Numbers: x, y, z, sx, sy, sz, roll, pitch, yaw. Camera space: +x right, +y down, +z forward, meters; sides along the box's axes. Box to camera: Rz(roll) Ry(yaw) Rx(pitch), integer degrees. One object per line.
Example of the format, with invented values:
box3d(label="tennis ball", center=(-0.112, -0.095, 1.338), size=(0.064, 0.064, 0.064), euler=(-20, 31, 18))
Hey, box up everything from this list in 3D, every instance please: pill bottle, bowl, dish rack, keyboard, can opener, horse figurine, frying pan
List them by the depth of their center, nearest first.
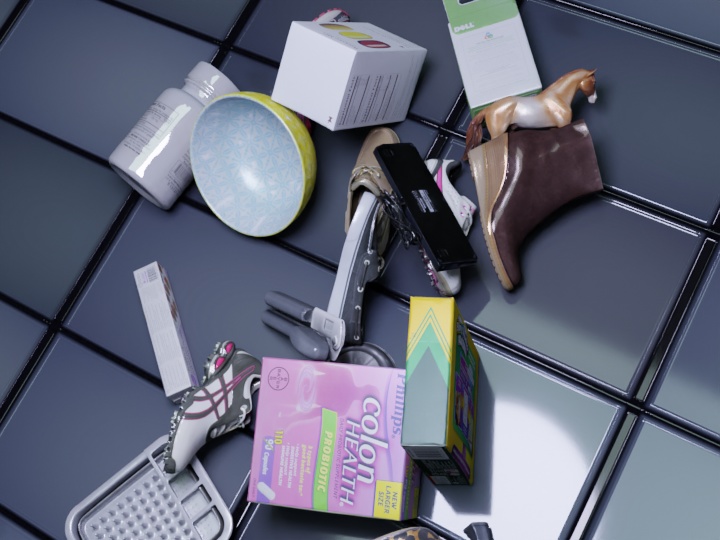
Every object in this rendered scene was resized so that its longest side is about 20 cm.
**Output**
box3d(label="can opener", center=(-0.080, 0.067, 1.416), size=(0.199, 0.066, 0.054), euler=(23, 102, 59))
box3d(label="dish rack", center=(-0.269, 0.332, 1.417), size=(0.199, 0.044, 0.172), euler=(-38, 64, -3))
box3d(label="keyboard", center=(0.067, -0.079, 1.422), size=(0.103, 0.040, 0.202), euler=(-5, 57, -38))
box3d(label="frying pan", center=(-0.042, 0.146, 1.445), size=(0.187, 0.031, 0.117), euler=(0, 66, 12))
box3d(label="horse figurine", center=(0.226, -0.192, 1.476), size=(0.196, 0.050, 0.135), euler=(-7, 98, 13))
box3d(label="bowl", center=(-0.132, -0.161, 1.538), size=(0.198, 0.203, 0.107), euler=(23, 32, 22))
box3d(label="pill bottle", center=(-0.263, -0.200, 1.598), size=(0.114, 0.115, 0.201), euler=(33, 79, 24))

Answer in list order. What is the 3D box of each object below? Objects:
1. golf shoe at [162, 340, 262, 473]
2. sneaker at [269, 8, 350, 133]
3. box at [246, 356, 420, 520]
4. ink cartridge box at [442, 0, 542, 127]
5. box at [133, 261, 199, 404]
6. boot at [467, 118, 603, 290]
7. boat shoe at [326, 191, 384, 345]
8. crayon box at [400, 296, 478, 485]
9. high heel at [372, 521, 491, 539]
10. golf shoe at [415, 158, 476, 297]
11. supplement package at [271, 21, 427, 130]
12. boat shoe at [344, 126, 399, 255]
box3d(label="golf shoe", center=(-0.187, 0.182, 1.417), size=(0.087, 0.078, 0.201), euler=(25, 55, 5))
box3d(label="sneaker", center=(-0.066, -0.289, 1.610), size=(0.074, 0.081, 0.202), euler=(26, 84, 8))
box3d(label="box", center=(-0.026, 0.207, 1.355), size=(0.196, 0.097, 0.179), euler=(4, 81, 16))
box3d(label="ink cartridge box", center=(0.186, -0.312, 1.555), size=(0.102, 0.059, 0.203), euler=(-15, 65, 7))
box3d(label="box", center=(-0.269, 0.084, 1.522), size=(0.041, 0.039, 0.202), euler=(-24, 64, 5))
box3d(label="boot", center=(0.236, -0.087, 1.424), size=(0.163, 0.072, 0.204), euler=(-12, 85, 7))
box3d(label="boat shoe", center=(0.000, 0.000, 1.430), size=(0.056, 0.069, 0.203), euler=(16, 102, 2))
box3d(label="crayon box", center=(0.098, 0.148, 1.308), size=(0.057, 0.200, 0.175), euler=(-2, 67, 14))
box3d(label="high heel", center=(0.081, 0.372, 1.261), size=(0.197, 0.072, 0.144), euler=(-4, 58, -18))
box3d(label="golf shoe", center=(0.114, -0.063, 1.464), size=(0.091, 0.073, 0.203), euler=(-14, 65, 7))
box3d(label="supplement package", center=(-0.013, -0.269, 1.499), size=(0.113, 0.199, 0.111), euler=(28, 113, 23))
box3d(label="boat shoe", center=(0.016, -0.115, 1.515), size=(0.071, 0.065, 0.203), euler=(5, 69, 17))
